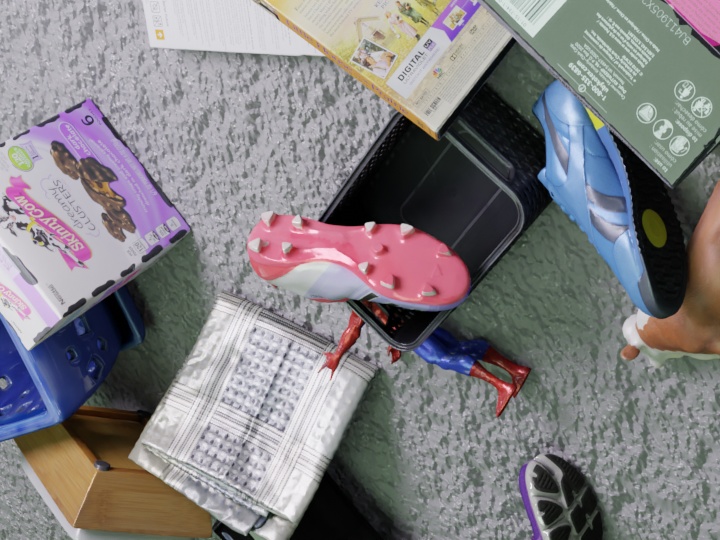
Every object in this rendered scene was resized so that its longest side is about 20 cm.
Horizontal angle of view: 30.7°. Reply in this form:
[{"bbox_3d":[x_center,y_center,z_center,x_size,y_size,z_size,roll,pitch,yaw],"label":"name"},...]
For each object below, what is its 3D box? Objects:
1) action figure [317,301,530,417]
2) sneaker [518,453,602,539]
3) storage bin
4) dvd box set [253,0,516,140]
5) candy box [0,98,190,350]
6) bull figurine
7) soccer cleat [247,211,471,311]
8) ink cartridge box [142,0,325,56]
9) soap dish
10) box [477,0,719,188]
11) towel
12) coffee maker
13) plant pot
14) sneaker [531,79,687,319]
[{"bbox_3d":[0.043,0.079,1.186,0.199,0.065,0.100,34,120,13],"label":"action figure"},{"bbox_3d":[0.175,0.261,1.195,0.083,0.081,0.202,-2,114,40],"label":"sneaker"},{"bbox_3d":[0.059,-0.048,1.090,0.135,0.094,0.200,43,131,5],"label":"storage bin"},{"bbox_3d":[0.025,-0.215,1.002,0.199,0.147,0.029,37,174,10],"label":"dvd box set"},{"bbox_3d":[-0.286,-0.048,1.244,0.071,0.200,0.168,-36,94,40],"label":"candy box"},{"bbox_3d":[0.281,0.020,1.001,0.121,0.065,0.201,28,129,13],"label":"bull figurine"},{"bbox_3d":[0.000,0.000,1.064,0.198,0.067,0.077,11,152,22],"label":"soccer cleat"},{"bbox_3d":[-0.106,-0.238,1.131,0.198,0.037,0.096,10,119,32],"label":"ink cartridge box"},{"bbox_3d":[-0.256,0.209,1.361,0.200,0.156,0.082,34,107,53],"label":"soap dish"},{"bbox_3d":[0.192,-0.176,0.901,0.200,0.115,0.132,45,112,5],"label":"box"},{"bbox_3d":[-0.106,0.141,1.261,0.191,0.035,0.201,26,82,19],"label":"towel"},{"bbox_3d":[-0.034,0.278,1.308,0.200,0.135,0.192,48,126,3],"label":"coffee maker"},{"bbox_3d":[-0.352,0.045,1.353,0.199,0.180,0.201,-17,106,38],"label":"plant pot"},{"bbox_3d":[0.185,-0.053,0.994,0.078,0.066,0.202,-28,74,40],"label":"sneaker"}]
